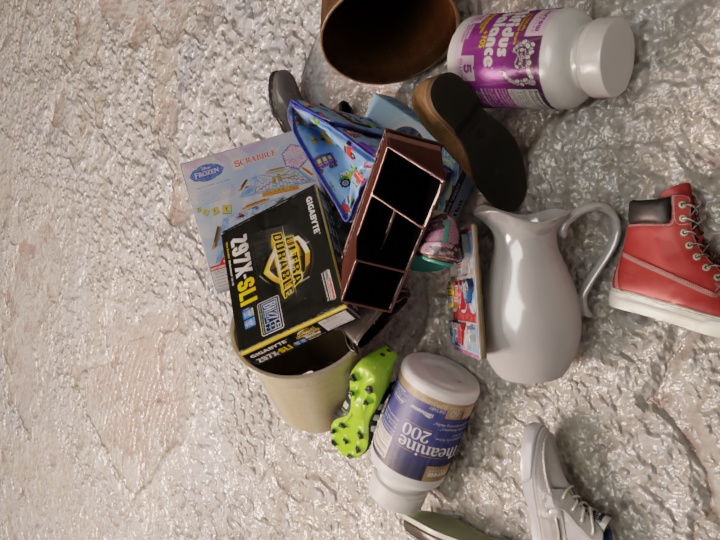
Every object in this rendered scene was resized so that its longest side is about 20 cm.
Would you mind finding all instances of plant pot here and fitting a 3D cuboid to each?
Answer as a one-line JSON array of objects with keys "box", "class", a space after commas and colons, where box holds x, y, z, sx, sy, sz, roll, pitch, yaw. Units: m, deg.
[{"box": [0.026, -0.395, 1.031, 0.186, 0.186, 0.202, -33, 54, 39], "class": "plant pot"}, {"box": [-0.074, 0.132, 1.101, 0.200, 0.199, 0.185, 39, 151, 36], "class": "plant pot"}]

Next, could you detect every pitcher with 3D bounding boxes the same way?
[{"box": [0.220, 0.022, 0.882, 0.169, 0.121, 0.203, -4, 100, 6], "class": "pitcher"}]

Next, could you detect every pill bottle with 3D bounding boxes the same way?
[{"box": [0.078, 0.223, 1.021, 0.111, 0.110, 0.202, 34, 114, 38], "class": "pill bottle"}, {"box": [0.209, -0.246, 0.881, 0.199, 0.112, 0.114, 12, 99, 43], "class": "pill bottle"}]

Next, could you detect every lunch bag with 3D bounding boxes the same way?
[{"box": [-0.003, -0.157, 1.001, 0.200, 0.150, 0.095, 49, 122, 31], "class": "lunch bag"}]

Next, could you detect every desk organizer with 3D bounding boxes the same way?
[{"box": [0.034, -0.052, 0.876, 0.077, 0.071, 0.201, -89, 15, -51], "class": "desk organizer"}]

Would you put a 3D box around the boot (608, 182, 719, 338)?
[{"box": [0.358, -0.012, 0.773, 0.199, 0.072, 0.146, 19, 103, 46], "class": "boot"}]

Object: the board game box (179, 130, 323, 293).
[{"box": [-0.148, -0.091, 1.134, 0.041, 0.198, 0.202, 106, 147, -82], "class": "board game box"}]

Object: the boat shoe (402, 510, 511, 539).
[{"box": [0.134, 0.373, 0.997, 0.200, 0.071, 0.061, 9, 93, 41], "class": "boat shoe"}]

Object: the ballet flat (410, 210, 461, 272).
[{"box": [0.090, -0.038, 0.936, 0.200, 0.068, 0.072, 151, 134, -85], "class": "ballet flat"}]

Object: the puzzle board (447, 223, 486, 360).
[{"box": [0.127, 0.028, 0.941, 0.200, 0.017, 0.153, 118, 148, -87], "class": "puzzle board"}]

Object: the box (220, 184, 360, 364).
[{"box": [-0.098, 0.004, 1.005, 0.158, 0.049, 0.202, -25, 56, 16], "class": "box"}]

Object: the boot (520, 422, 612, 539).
[{"box": [0.251, 0.280, 0.892, 0.095, 0.073, 0.203, -6, 95, 38], "class": "boot"}]

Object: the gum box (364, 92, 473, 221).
[{"box": [0.063, -0.130, 1.074, 0.200, 0.044, 0.171, 41, 119, 36], "class": "gum box"}]

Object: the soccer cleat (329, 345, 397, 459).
[{"box": [0.009, 0.188, 1.048, 0.067, 0.081, 0.201, 35, 134, 20], "class": "soccer cleat"}]

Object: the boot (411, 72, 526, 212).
[{"box": [0.137, -0.158, 0.942, 0.201, 0.074, 0.075, 51, 166, -20], "class": "boot"}]

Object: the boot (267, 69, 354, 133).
[{"box": [-0.066, -0.241, 1.192, 0.131, 0.069, 0.202, -20, 88, 39], "class": "boot"}]

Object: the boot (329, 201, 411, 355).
[{"box": [0.000, 0.000, 1.032, 0.173, 0.069, 0.201, 29, 79, 32], "class": "boot"}]
